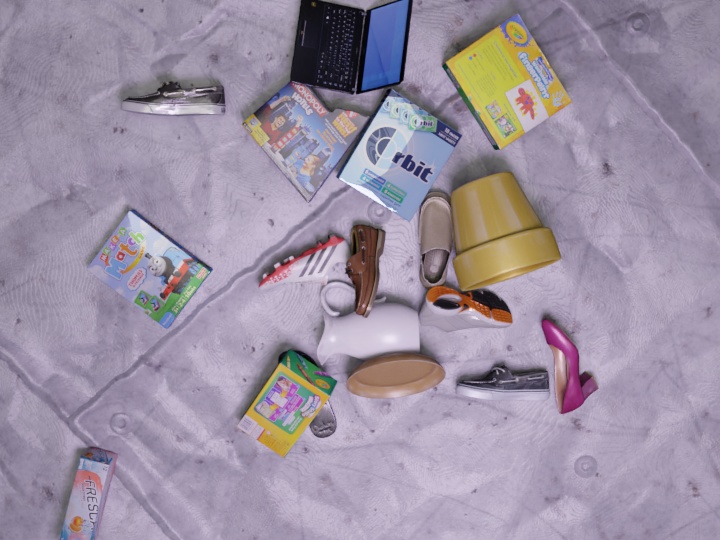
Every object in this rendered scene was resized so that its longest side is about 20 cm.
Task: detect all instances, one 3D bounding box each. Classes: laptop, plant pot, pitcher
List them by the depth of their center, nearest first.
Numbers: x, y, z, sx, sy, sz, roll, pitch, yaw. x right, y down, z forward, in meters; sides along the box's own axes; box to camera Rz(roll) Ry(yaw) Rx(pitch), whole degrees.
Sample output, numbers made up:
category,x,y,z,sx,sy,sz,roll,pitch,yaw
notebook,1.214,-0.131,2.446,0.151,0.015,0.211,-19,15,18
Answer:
category,x,y,z,sx,sy,sz,roll,pitch,yaw
laptop,-0.018,-0.433,1.502,0.199,0.103,0.178,9,79,-11
plant pot,0.261,-0.079,1.540,0.200,0.201,0.189,-17,83,1
plant pot,0.068,0.206,1.586,0.199,0.200,0.028,-7,62,0
pitcher,0.016,0.102,1.599,0.199,0.121,0.172,-2,75,3

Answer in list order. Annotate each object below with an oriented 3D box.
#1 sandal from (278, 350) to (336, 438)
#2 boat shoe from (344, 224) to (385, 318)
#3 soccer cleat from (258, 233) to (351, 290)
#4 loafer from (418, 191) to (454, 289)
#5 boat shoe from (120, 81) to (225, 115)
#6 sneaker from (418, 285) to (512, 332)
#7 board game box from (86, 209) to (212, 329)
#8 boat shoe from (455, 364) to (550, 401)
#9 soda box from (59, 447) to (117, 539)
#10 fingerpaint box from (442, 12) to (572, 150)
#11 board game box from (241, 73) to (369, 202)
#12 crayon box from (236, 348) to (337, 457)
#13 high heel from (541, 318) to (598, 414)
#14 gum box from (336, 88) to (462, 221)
category,x,y,z,sx,sy,sz,roll,pitch,yaw
sandal,-0.103,0.252,1.645,0.076,0.043,0.200,-28,97,3
boat shoe,0.000,0.000,1.561,0.068,0.072,0.200,16,54,-12
soccer cleat,-0.108,0.002,1.601,0.200,0.069,0.085,-29,93,-2
loafer,0.153,-0.056,1.595,0.075,0.068,0.201,-1,98,-1
boat shoe,-0.363,-0.334,1.555,0.199,0.071,0.064,-1,98,-9
sneaker,0.209,0.090,1.623,0.200,0.076,0.092,13,136,-17
board game box,-0.423,-0.002,1.611,0.200,0.037,0.151,37,96,-4
boat shoe,0.291,0.228,1.642,0.199,0.072,0.071,2,89,-11
soda box,-0.562,0.473,1.654,0.063,0.068,0.200,15,96,-3
fingerpaint box,0.282,-0.363,1.554,0.167,0.073,0.200,-34,97,5
board game box,-0.091,-0.272,1.567,0.200,0.062,0.200,-40,95,2
crayon box,-0.148,0.268,1.602,0.119,0.058,0.200,34,118,-2
high heel,0.402,0.197,1.630,0.096,0.067,0.200,-36,100,-7
gum box,0.076,-0.224,1.572,0.170,0.045,0.200,30,96,-13
